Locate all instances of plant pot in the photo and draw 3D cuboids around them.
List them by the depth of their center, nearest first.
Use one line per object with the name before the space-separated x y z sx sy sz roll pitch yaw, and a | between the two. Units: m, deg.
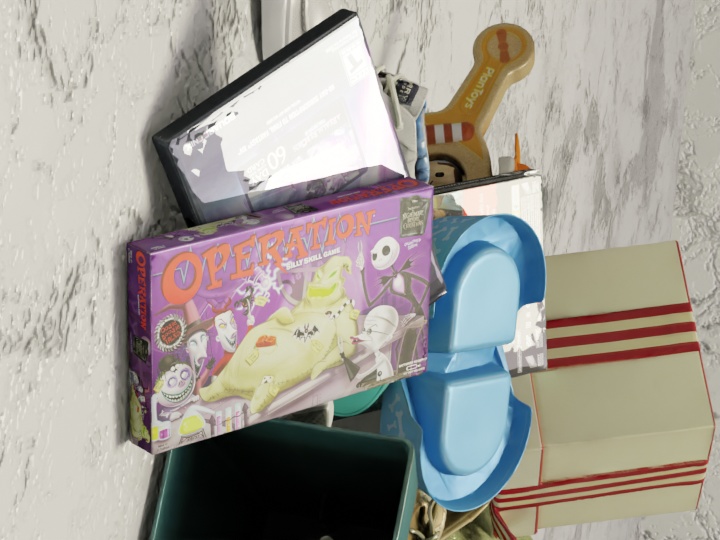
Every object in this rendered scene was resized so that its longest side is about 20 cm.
plant pot | -0.038 0.180 1.334 0.200 0.141 0.142 67 33 -72

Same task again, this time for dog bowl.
dog bowl | 0.064 0.057 1.454 0.111 0.049 0.201 -7 106 -46

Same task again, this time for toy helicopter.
toy helicopter | 0.080 -0.097 1.586 0.200 0.132 0.079 -60 156 -25

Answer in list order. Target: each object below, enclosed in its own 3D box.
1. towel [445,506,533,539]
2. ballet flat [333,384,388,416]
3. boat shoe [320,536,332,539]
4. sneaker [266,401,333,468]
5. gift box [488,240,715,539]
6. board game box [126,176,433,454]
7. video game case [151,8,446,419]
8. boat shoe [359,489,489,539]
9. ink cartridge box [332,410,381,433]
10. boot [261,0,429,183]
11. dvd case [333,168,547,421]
towel | 0.071 0.189 1.708 0.036 0.200 0.148 -40 175 18
ballet flat | 0.000 0.000 1.394 0.071 0.067 0.201 -102 -165 -50
boat shoe | -0.011 0.213 1.563 0.202 0.074 0.086 52 47 -73
sneaker | -0.048 0.032 1.351 0.080 0.070 0.201 -70 160 -56
gift box | 0.159 0.100 1.650 0.185 0.186 0.201 84 0 -56
board game box | -0.043 0.023 1.244 0.199 0.032 0.121 -15 112 -36
video game case | -0.030 -0.030 1.265 0.143 0.019 0.201 -37 126 -25
boat shoe | 0.045 0.167 1.532 0.073 0.063 0.200 -63 170 21
ink cartridge box | 0.015 0.072 1.605 0.200 0.068 0.117 -34 129 -70
boot | -0.002 -0.125 1.395 0.200 0.095 0.074 77 25 -52
dvd case | 0.038 0.017 1.482 0.199 0.022 0.147 -13 109 -29
